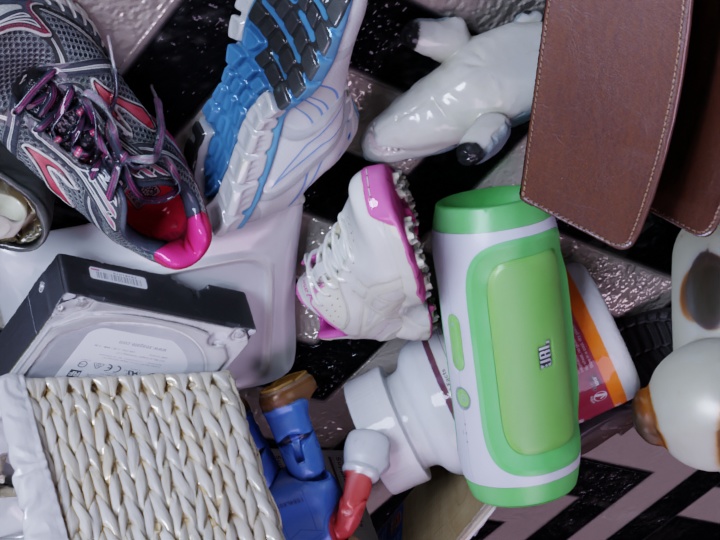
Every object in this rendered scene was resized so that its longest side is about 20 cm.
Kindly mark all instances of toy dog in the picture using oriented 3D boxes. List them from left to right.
[{"bbox_3d":[0.273,0.052,1.015,0.139,0.201,0.194,0,142,36],"label":"toy dog"}]

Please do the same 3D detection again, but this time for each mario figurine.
[{"bbox_3d":[-0.036,0.175,1.014,0.106,0.202,0.123,-24,-176,-41],"label":"mario figurine"}]

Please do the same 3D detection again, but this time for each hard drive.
[{"bbox_3d":[-0.175,0.077,0.913,0.139,0.038,0.200,14,132,-38],"label":"hard drive"}]

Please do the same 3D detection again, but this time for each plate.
[{"bbox_3d":[-0.132,0.037,0.943,0.198,0.033,0.200,-11,144,-14],"label":"plate"}]

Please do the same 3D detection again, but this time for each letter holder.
[{"bbox_3d":[0.179,-0.111,0.760,0.100,0.142,0.201,-30,138,-37],"label":"letter holder"}]

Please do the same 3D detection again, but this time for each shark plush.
[{"bbox_3d":[0.092,-0.122,0.863,0.199,0.091,0.083,-33,169,-21],"label":"shark plush"}]

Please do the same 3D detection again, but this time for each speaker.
[{"bbox_3d":[0.098,0.049,0.950,0.088,0.088,0.202,-11,103,-14],"label":"speaker"}]

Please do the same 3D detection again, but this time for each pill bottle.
[{"bbox_3d":[0.095,0.083,1.056,0.199,0.110,0.110,-26,144,5],"label":"pill bottle"}]

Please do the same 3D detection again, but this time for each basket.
[{"bbox_3d":[-0.147,0.192,0.876,0.159,0.201,0.199,-2,141,-27],"label":"basket"}]

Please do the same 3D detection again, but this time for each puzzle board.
[{"bbox_3d":[0.055,0.200,1.115,0.017,0.200,0.151,37,102,-5],"label":"puzzle board"}]

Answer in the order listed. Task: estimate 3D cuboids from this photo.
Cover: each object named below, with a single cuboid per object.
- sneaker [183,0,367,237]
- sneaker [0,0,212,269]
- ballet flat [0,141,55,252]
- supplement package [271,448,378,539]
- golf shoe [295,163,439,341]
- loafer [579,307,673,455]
[{"bbox_3d":[-0.032,-0.101,0.797,0.086,0.075,0.200,-9,149,-34],"label":"sneaker"},{"bbox_3d":[-0.139,-0.074,0.747,0.081,0.075,0.200,-43,140,3],"label":"sneaker"},{"bbox_3d":[-0.240,-0.054,0.735,0.199,0.069,0.068,15,129,-40],"label":"ballet flat"},{"bbox_3d":[-0.100,0.213,1.120,0.198,0.110,0.114,6,137,-33],"label":"supplement package"},{"bbox_3d":[0.000,0.000,0.918,0.091,0.076,0.200,-11,153,1],"label":"golf shoe"},{"bbox_3d":[0.208,0.097,1.180,0.199,0.074,0.071,-33,154,23],"label":"loafer"}]
